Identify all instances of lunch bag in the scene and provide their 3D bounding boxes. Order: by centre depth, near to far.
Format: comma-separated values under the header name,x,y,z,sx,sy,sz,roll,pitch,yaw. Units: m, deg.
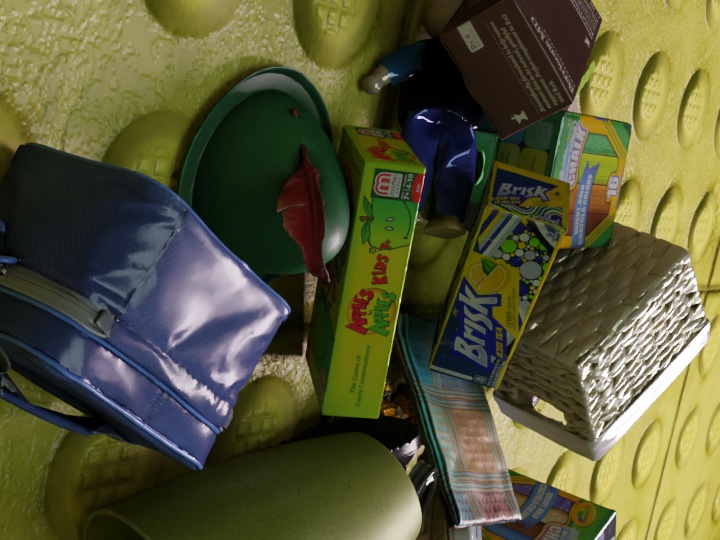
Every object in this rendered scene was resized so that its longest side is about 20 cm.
name,x,y,z,sx,sy,sz,roll,pitch,yaw
lunch bag,-0.149,0.028,0.665,0.133,0.135,0.200,-63,145,-15

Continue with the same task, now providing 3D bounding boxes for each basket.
name,x,y,z,sx,sy,sz,roll,pitch,yaw
basket,0.230,0.059,1.124,0.200,0.135,0.124,-41,133,-24

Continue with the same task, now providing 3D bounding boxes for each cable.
name,x,y,z,sx,sy,sz,roll,pitch,yaw
cable,0.016,0.240,0.954,0.097,0.050,0.201,-34,141,-40

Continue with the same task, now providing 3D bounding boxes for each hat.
name,x,y,z,sx,sy,sz,roll,pitch,yaw
hat,-0.016,-0.036,0.794,0.200,0.175,0.166,-52,142,-28

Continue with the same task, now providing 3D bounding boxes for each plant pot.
name,x,y,z,sx,sy,sz,roll,pitch,yaw
plant pot,-0.058,0.201,0.802,0.199,0.186,0.189,-28,127,-35

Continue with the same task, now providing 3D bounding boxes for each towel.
name,x,y,z,sx,sy,sz,roll,pitch,yaw
towel,0.091,0.137,1.070,0.146,0.022,0.202,14,56,-57

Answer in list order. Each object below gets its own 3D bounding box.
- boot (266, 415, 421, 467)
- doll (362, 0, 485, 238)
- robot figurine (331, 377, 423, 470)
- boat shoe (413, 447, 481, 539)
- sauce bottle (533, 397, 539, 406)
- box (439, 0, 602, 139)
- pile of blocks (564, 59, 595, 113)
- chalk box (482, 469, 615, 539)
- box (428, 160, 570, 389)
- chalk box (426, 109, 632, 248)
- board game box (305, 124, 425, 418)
name,x,y,z,sx,sy,sz,roll,pitch,yaw
boot,-0.035,0.220,0.945,0.197,0.073,0.164,-15,112,-30
doll,0.061,-0.134,0.953,0.135,0.048,0.202,13,79,-22
robot figurine,0.010,0.196,1.045,0.145,0.058,0.202,-3,106,-58
boat shoe,0.081,0.197,1.110,0.201,0.061,0.072,-84,160,-54
sauce bottle,0.162,0.061,1.206,0.065,0.064,0.201,-44,138,-36
box,0.139,-0.203,0.959,0.100,0.075,0.200,55,33,-18
pile of blocks,0.215,-0.160,1.186,0.082,0.062,0.202,-32,130,-45
chalk box,0.194,0.317,1.228,0.124,0.199,0.126,-33,130,-44
box,0.116,0.009,0.986,0.065,0.069,0.201,-73,179,-47
chalk box,0.148,-0.092,1.061,0.199,0.123,0.126,-5,108,-55
board game box,0.000,0.000,0.886,0.047,0.102,0.202,5,110,-12
